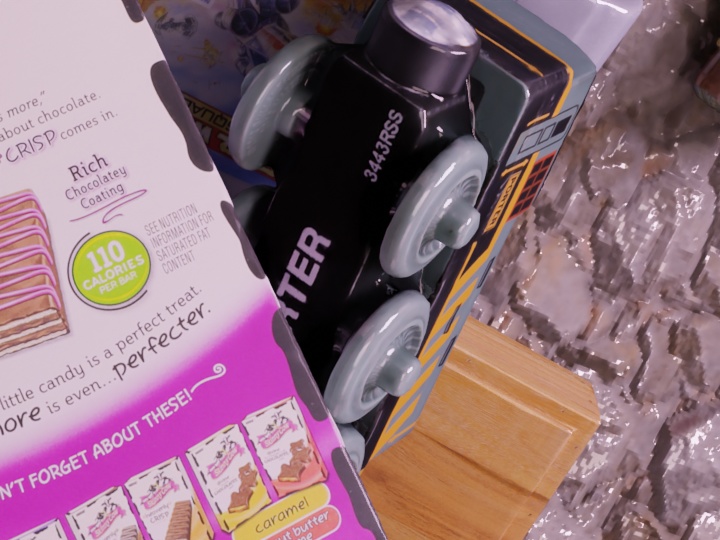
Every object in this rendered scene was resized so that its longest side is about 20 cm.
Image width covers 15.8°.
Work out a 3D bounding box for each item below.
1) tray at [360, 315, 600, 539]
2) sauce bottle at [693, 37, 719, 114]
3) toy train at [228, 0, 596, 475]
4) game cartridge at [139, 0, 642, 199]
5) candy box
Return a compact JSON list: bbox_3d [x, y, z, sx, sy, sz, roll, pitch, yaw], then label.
[{"bbox_3d":[-0.026,0.040,0.901,0.199,0.037,0.099,28,109,-12],"label":"tray"},{"bbox_3d":[0.203,-0.130,0.958,0.065,0.065,0.201,31,97,-33],"label":"sauce bottle"},{"bbox_3d":[0.000,0.000,0.800,0.114,0.085,0.201,-26,145,-54],"label":"toy train"},{"bbox_3d":[-0.026,-0.084,0.839,0.199,0.042,0.134,26,117,-15],"label":"game cartridge"},{"bbox_3d":[-0.095,0.023,0.709,0.136,0.061,0.201,-25,93,-24],"label":"candy box"}]
